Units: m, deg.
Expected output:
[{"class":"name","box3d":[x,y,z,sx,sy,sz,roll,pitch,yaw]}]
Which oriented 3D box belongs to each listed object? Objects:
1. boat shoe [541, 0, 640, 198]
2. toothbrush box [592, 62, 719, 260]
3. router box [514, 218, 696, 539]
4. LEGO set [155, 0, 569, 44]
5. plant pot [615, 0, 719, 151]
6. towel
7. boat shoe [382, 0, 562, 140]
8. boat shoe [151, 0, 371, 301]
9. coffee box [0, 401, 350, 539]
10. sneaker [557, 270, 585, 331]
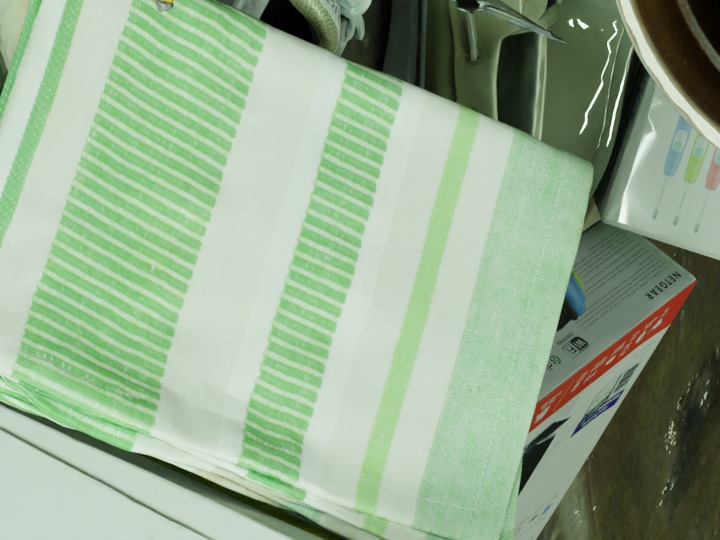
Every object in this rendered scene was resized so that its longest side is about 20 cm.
[{"class":"boat shoe","box3d":[0.081,-0.088,1.189,0.060,0.072,0.203,-50,162,-70]},{"class":"toothbrush box","box3d":[0.179,-0.048,1.251,0.200,0.145,0.087,-69,177,-81]},{"class":"router box","box3d":[0.039,0.086,1.194,0.200,0.049,0.180,-33,156,-52]},{"class":"LEGO set","box3d":[-0.026,-0.125,0.831,0.154,0.199,0.116,-2,114,-85]},{"class":"plant pot","box3d":[0.204,-0.136,1.081,0.198,0.199,0.201,-35,140,-72]},{"class":"towel","box3d":[-0.026,-0.003,0.910,0.023,0.199,0.153,-27,-135,61]},{"class":"boat shoe","box3d":[0.049,-0.111,1.118,0.072,0.062,0.201,-38,140,-49]},{"class":"boat shoe","box3d":[-0.037,-0.067,0.973,0.202,0.064,0.075,-54,151,-30]},{"class":"coffee box","box3d":[-0.047,0.177,0.975,0.198,0.199,0.201,26,86,-66]},{"class":"sneaker","box3d":[0.000,0.000,1.067,0.199,0.071,0.083,5,121,-41]}]
